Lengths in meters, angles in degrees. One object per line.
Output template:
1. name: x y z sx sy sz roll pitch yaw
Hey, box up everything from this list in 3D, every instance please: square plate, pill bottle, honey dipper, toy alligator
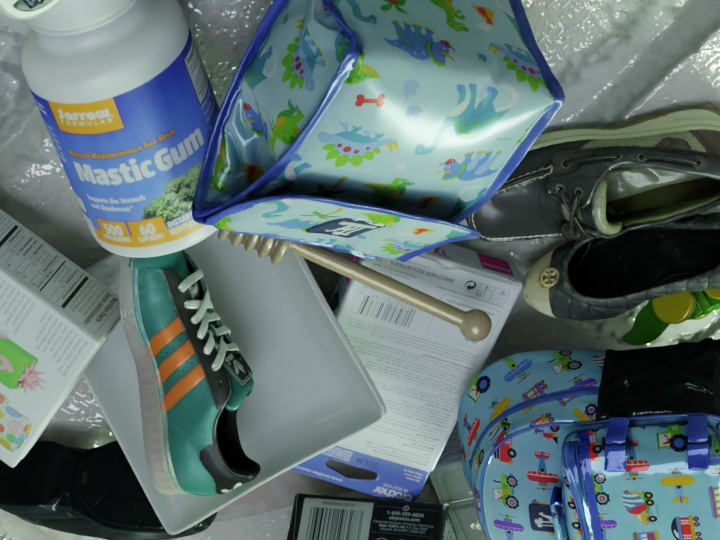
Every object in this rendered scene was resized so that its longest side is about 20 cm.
1. square plate: -0.102 0.058 1.619 0.199 0.028 0.199 -30 87 22
2. pill bottle: -0.155 -0.117 1.486 0.111 0.112 0.201 -10 128 12
3. honey dipper: 0.000 0.000 1.561 0.199 0.038 0.038 23 127 -7
4. toy alligator: 0.260 -0.011 1.580 0.199 0.059 0.055 -30 80 26

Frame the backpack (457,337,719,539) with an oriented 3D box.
1. backpack: 0.165 0.145 1.602 0.198 0.135 0.184 -1 125 10

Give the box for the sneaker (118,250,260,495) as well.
1. sneaker: -0.112 0.057 1.574 0.079 0.071 0.201 -3 105 20

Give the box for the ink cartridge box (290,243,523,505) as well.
1. ink cartridge box: 0.023 0.068 1.640 0.119 0.042 0.201 17 114 -15

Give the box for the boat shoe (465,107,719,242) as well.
1. boat shoe: 0.162 -0.055 1.541 0.200 0.066 0.072 -14 127 15

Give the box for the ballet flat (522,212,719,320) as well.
1. ballet flat: 0.193 -0.010 1.556 0.199 0.067 0.057 -14 158 35

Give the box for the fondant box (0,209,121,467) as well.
1. fondant box: -0.284 0.025 1.613 0.200 0.058 0.144 37 125 -2

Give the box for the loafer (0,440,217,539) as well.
1. loafer: -0.187 0.172 1.734 0.199 0.073 0.072 7 156 32

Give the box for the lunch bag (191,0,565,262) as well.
1. lunch bag: 0.005 -0.087 1.464 0.169 0.128 0.200 10 134 -32

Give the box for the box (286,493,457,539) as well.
1. box: 0.016 0.260 1.735 0.121 0.107 0.200 4 151 13

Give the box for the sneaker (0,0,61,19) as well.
1. sneaker: -0.171 -0.250 1.409 0.200 0.112 0.073 -37 141 -9

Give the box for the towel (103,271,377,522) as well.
1. towel: -0.083 0.099 1.707 0.190 0.032 0.201 -15 126 17

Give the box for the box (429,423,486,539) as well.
1. box: 0.166 0.171 1.734 0.199 0.048 0.159 -14 125 15
